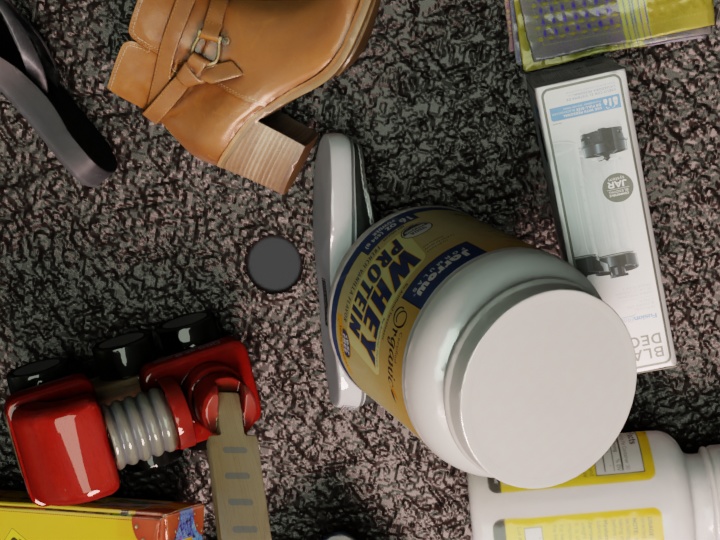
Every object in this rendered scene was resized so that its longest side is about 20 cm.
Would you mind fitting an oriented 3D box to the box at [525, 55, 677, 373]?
[{"bbox_3d":[0.163,-0.038,0.956,0.059,0.117,0.203,-12,102,6],"label":"box"}]

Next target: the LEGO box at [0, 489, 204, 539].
[{"bbox_3d":[-0.223,0.244,1.031,0.197,0.077,0.151,2,87,15],"label":"LEGO box"}]

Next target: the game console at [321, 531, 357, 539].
[{"bbox_3d":[-0.020,0.323,0.987,0.118,0.171,0.201,-39,92,33],"label":"game console"}]

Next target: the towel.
[{"bbox_3d":[0.162,-0.245,0.949,0.141,0.023,0.203,-7,97,6],"label":"towel"}]

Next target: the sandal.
[{"bbox_3d":[-0.237,-0.150,0.986,0.043,0.076,0.201,-36,108,13],"label":"sandal"}]

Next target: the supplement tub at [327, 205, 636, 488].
[{"bbox_3d":[0.074,0.046,0.903,0.142,0.200,0.147,-6,106,-22],"label":"supplement tub"}]

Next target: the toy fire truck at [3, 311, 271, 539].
[{"bbox_3d":[-0.141,0.122,0.953,0.174,0.200,0.131,-16,101,-17],"label":"toy fire truck"}]

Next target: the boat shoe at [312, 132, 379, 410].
[{"bbox_3d":[0.000,0.000,1.008,0.056,0.069,0.203,-6,105,-13],"label":"boat shoe"}]

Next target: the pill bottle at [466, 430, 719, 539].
[{"bbox_3d":[0.178,0.174,1.005,0.197,0.111,0.113,-6,102,6],"label":"pill bottle"}]

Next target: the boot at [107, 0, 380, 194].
[{"bbox_3d":[-0.078,-0.170,0.969,0.153,0.074,0.202,30,100,1],"label":"boot"}]
